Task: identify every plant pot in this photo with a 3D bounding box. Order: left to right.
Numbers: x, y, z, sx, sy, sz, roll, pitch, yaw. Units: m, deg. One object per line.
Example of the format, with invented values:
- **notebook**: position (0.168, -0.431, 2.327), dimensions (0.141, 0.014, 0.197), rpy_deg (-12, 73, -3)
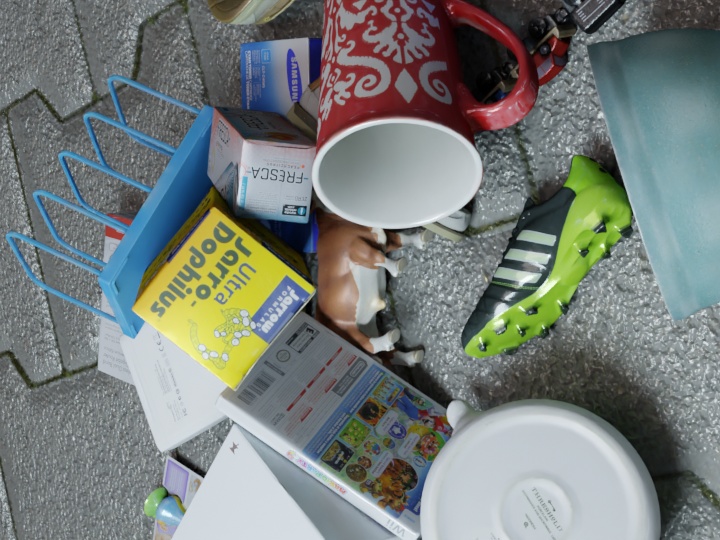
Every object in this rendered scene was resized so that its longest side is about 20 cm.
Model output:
- **plant pot**: position (0.248, -0.079, 0.890), dimensions (0.134, 0.200, 0.201), rpy_deg (-17, 83, 15)

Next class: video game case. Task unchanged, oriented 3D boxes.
- **video game case**: position (-0.006, 0.129, 1.118), dimensions (0.200, 0.143, 0.018), rpy_deg (34, 130, 9)

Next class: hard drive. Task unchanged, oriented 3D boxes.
- **hard drive**: position (-0.160, 0.087, 1.309), dimensions (0.200, 0.027, 0.132), rpy_deg (-32, 74, 40)

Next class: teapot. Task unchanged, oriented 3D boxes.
- **teapot**: position (0.146, 0.204, 1.037), dimensions (0.197, 0.146, 0.201), rpy_deg (7, 75, 13)

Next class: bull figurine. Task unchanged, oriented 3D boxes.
- **bull figurine**: position (0.000, 0.000, 1.188), dimensions (0.121, 0.065, 0.201), rpy_deg (17, 117, 38)

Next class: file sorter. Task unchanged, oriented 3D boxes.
- **file sorter**: position (-0.230, -0.066, 1.260), dimensions (0.122, 0.139, 0.200), rpy_deg (25, 69, 10)

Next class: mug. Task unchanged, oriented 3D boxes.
- **mug**: position (0.047, -0.153, 1.071), dimensions (0.134, 0.177, 0.201), rpy_deg (95, 174, -54)

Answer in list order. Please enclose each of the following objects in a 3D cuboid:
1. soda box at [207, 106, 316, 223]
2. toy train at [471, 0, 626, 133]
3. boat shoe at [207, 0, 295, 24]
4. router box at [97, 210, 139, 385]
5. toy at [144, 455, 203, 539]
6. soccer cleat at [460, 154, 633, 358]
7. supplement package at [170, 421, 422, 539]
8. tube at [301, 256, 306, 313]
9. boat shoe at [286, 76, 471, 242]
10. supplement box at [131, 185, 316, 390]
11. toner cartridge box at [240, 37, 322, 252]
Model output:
- **soda box**: position (-0.090, -0.096, 1.141), dimensions (0.200, 0.063, 0.069), rpy_deg (-132, 47, -71)
- **toy train**: position (0.146, -0.175, 1.062), dimensions (0.200, 0.034, 0.046), rpy_deg (-44, 77, 36)
- **boat shoe**: position (-0.057, -0.301, 1.208), dimensions (0.200, 0.066, 0.074), rpy_deg (-35, 70, 25)
- **router box**: position (-0.196, 0.043, 1.388), dimensions (0.200, 0.049, 0.180), rpy_deg (15, 105, 40)
- **toy**: position (-0.162, 0.294, 1.388), dimensions (0.200, 0.047, 0.116), rpy_deg (28, 115, 37)
- **soccer cleat**: position (0.145, -0.007, 1.069), dimensions (0.200, 0.067, 0.081), rpy_deg (-52, 44, 32)
- **supplement package**: position (-0.027, 0.222, 1.153), dimensions (0.152, 0.200, 0.151), rpy_deg (47, 123, 28)
- **tube**: position (-0.075, 0.086, 1.284), dimensions (0.052, 0.058, 0.201), rpy_deg (-3, 97, 5)
- **boat shoe**: position (0.025, -0.105, 1.149), dimensions (0.200, 0.075, 0.068), rpy_deg (40, 100, 16)
- **supplement box**: position (-0.118, 0.008, 1.129), dimensions (0.109, 0.200, 0.109), rpy_deg (39, 92, -11)
- **toner cartridge box**: position (-0.068, -0.119, 1.256), dimensions (0.095, 0.043, 0.201), rpy_deg (3, 97, 41)
